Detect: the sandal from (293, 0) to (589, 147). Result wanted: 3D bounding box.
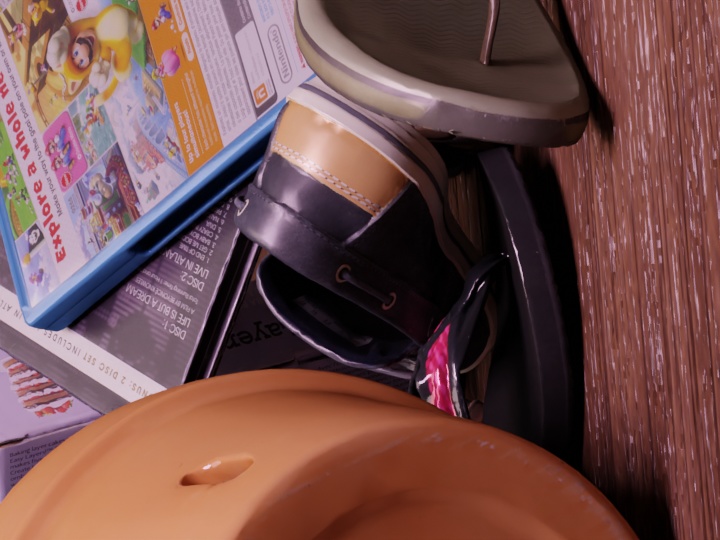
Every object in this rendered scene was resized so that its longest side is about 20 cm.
[{"bbox_3d":[0.020,-0.106,0.829,0.201,0.079,0.057,-101,22,-46],"label":"sandal"}]

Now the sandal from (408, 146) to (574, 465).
[{"bbox_3d":[0.039,0.058,0.900,0.075,0.045,0.201,-103,10,-60],"label":"sandal"}]

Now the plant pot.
[{"bbox_3d":[-0.003,0.116,0.766,0.140,0.199,0.201,150,116,-65],"label":"plant pot"}]

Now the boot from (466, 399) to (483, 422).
[{"bbox_3d":[-0.046,0.098,1.010,0.097,0.200,0.075,40,165,12],"label":"boot"}]

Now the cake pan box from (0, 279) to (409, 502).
[{"bbox_3d":[-0.056,0.086,1.117,0.185,0.199,0.052,95,153,-48],"label":"cake pan box"}]

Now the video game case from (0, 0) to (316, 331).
[{"bbox_3d":[-0.061,-0.090,0.965,0.200,0.018,0.144,-37,57,32],"label":"video game case"}]

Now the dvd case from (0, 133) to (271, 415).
[{"bbox_3d":[-0.074,-0.056,0.992,0.149,0.016,0.201,27,99,44],"label":"dvd case"}]

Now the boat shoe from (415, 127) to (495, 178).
[{"bbox_3d":[0.009,-0.073,1.019,0.200,0.074,0.074,174,102,-75],"label":"boat shoe"}]

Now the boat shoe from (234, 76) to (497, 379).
[{"bbox_3d":[0.000,0.000,0.934,0.062,0.074,0.200,-55,-17,-10],"label":"boat shoe"}]
